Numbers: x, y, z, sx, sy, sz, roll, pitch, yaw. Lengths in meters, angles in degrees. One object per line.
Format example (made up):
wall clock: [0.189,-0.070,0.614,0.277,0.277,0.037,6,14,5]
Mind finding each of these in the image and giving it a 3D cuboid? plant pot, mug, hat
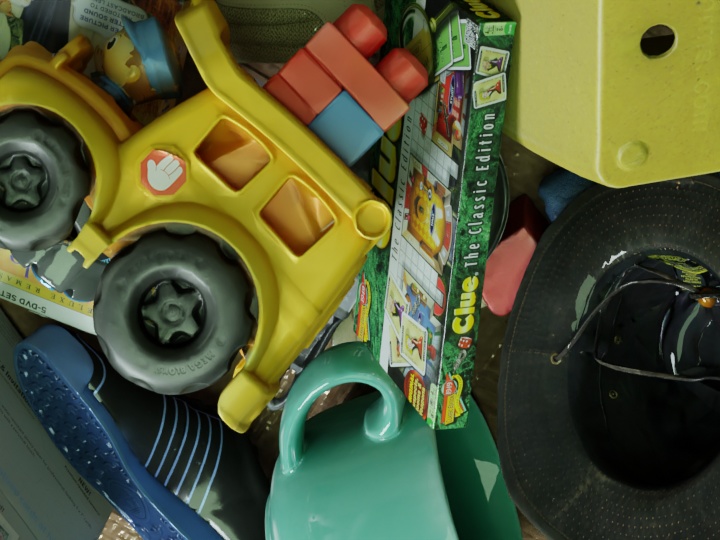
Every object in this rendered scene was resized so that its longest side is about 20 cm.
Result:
plant pot: [0.142,-0.147,0.830,0.198,0.177,0.202,-9,125,-7]
mug: [0.011,0.130,1.030,0.113,0.152,0.187,-18,89,16]
hat: [0.159,0.055,0.944,0.201,0.201,0.081,-44,146,21]

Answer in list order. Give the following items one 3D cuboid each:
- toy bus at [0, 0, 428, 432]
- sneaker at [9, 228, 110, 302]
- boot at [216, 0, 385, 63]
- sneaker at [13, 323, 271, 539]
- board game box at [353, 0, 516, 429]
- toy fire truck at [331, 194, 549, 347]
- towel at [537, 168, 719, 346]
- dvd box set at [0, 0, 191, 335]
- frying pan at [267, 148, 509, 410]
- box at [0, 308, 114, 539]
toy bus: [-0.071,-0.056,0.857,0.200,0.136,0.192,42,93,-2]
sneaker: [-0.187,-0.076,0.959,0.200,0.073,0.082,40,98,-5]
boot: [0.005,-0.187,0.923,0.198,0.073,0.157,-11,113,12]
sneaker: [-0.111,0.097,1.064,0.070,0.078,0.201,-15,118,53]
board game box: [0.032,-0.038,0.889,0.023,0.105,0.202,-4,116,-20]
toy fire truck: [-0.010,-0.001,1.023,0.199,0.049,0.141,-38,106,19]
towel: [0.199,-0.040,0.985,0.199,0.049,0.112,-25,109,16]
dvd box set: [-0.174,-0.079,1.000,0.145,0.029,0.202,22,116,9]
frying pan: [-0.009,-0.014,0.976,0.189,0.031,0.115,-36,106,15]
box: [-0.208,0.118,1.012,0.041,0.200,0.157,-25,110,22]
